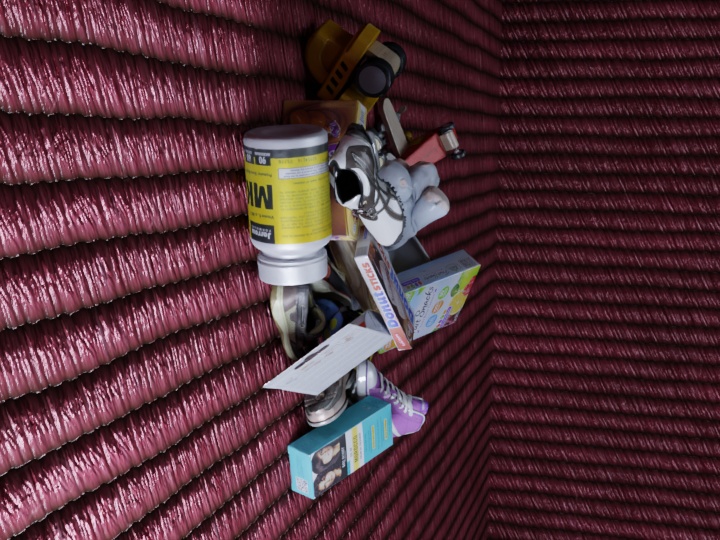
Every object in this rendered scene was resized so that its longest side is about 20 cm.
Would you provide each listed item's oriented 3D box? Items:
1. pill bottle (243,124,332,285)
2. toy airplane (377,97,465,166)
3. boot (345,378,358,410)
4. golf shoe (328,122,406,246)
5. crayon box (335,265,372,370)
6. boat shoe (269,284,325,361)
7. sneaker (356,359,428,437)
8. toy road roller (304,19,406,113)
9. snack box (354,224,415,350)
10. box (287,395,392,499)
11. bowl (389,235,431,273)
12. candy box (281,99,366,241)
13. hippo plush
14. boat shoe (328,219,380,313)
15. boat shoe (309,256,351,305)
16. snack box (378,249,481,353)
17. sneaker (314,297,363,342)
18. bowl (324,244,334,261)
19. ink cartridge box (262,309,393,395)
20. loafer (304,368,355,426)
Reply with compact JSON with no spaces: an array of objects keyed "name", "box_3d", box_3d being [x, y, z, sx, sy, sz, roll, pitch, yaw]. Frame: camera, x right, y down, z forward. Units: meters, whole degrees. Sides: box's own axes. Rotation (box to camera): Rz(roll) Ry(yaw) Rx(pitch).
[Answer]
[{"name":"pill bottle","box_3d":[-0.095,-0.089,1.401,0.114,0.114,0.201,-46,136,-67]},{"name":"toy airplane","box_3d":[0.093,-0.218,2.061,0.199,0.141,0.201,16,84,-35]},{"name":"boot","box_3d":[-0.024,0.242,1.831,0.200,0.069,0.132,83,10,-53]},{"name":"golf shoe","box_3d":[0.001,-0.101,1.438,0.095,0.078,0.200,-48,134,-33]},{"name":"crayon box","box_3d":[-0.014,0.084,1.835,0.127,0.051,0.201,-64,152,-54]},{"name":"boat shoe","box_3d":[-0.084,0.081,1.558,0.200,0.065,0.073,68,27,-58]},{"name":"sneaker","box_3d":[0.056,0.216,1.805,0.201,0.114,0.073,73,13,-47]},{"name":"toy road roller","box_3d":[-0.032,-0.300,1.640,0.200,0.146,0.123,-53,-176,31]},{"name":"snack box","box_3d":[0.038,0.027,1.562,0.072,0.024,0.200,-82,154,-46]},{"name":"box","box_3d":[-0.029,0.280,1.677,0.200,0.049,0.083,-27,121,-44]},{"name":"bowl","box_3d":[0.061,-0.022,1.939,0.201,0.090,0.201,55,-6,8]},{"name":"candy box","box_3d":[-0.057,-0.145,1.521,0.056,0.116,0.201,15,78,-74]},{"name":"hippo plush","box_3d":[0.029,-0.118,1.725,0.200,0.159,0.161,-48,146,11]},{"name":"boat shoe","box_3d":[0.000,0.000,1.688,0.074,0.069,0.200,-46,129,-35]},{"name":"boat shoe","box_3d":[-0.059,0.014,1.636,0.200,0.071,0.063,47,39,-70]},{"name":"snack box","box_3d":[0.109,0.053,1.828,0.200,0.053,0.143,-19,140,-40]},{"name":"sneaker","box_3d":[-0.029,0.080,1.665,0.200,0.082,0.071,81,-11,-74]},{"name":"bowl","box_3d":[-0.032,-0.110,1.760,0.201,0.039,0.202,3,90,-75]},{"name":"ink cartridge box","box_3d":[-0.051,0.116,1.538,0.057,0.162,0.200,58,12,23]},{"name":"loafer","box_3d":[-0.056,0.185,1.698,0.200,0.072,0.063,-62,135,-69]}]
